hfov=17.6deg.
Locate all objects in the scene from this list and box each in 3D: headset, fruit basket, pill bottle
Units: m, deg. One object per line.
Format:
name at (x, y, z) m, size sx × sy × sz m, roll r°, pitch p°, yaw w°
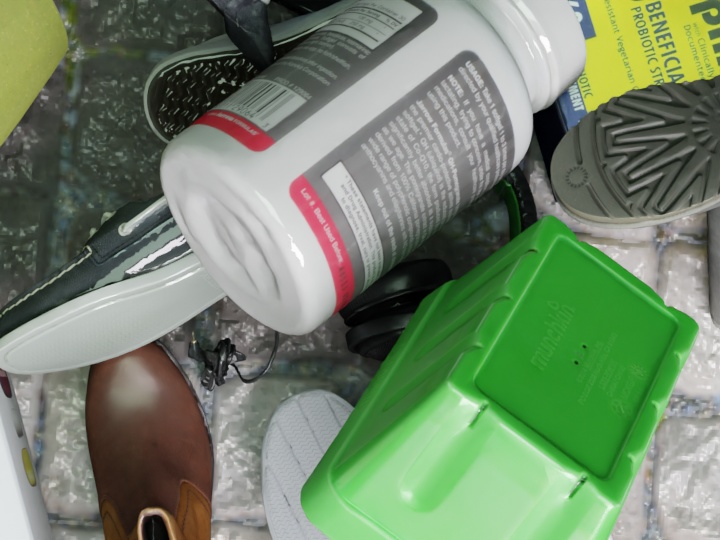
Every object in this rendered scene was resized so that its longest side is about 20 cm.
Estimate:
headset at (0.000, 0.000, 1.243) m, size 0.199 × 0.094 × 0.124 m, roll -33°, pitch 84°, yaw -19°
fruit basket at (0.059, 0.107, 1.077) m, size 0.155 × 0.216 × 0.216 m, roll 36°, pitch 86°, yaw 0°
pill bottle at (0.011, -0.069, 1.105) m, size 0.200 × 0.111 × 0.111 m, roll -38°, pitch 89°, yaw -23°

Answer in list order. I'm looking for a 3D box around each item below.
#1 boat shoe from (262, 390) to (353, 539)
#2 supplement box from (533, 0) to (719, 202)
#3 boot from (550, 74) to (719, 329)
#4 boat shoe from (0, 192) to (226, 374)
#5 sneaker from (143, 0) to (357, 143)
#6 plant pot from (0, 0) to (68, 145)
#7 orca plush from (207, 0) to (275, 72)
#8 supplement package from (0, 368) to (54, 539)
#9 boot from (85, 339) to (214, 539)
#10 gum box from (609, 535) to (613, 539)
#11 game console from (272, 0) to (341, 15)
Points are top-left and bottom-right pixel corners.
boat shoe at (0.004, 0.161, 1.218) m, size 0.072 × 0.071 × 0.201 m, roll -23°, pitch 71°, yaw 2°
supplement box at (0.186, -0.120, 1.224) m, size 0.198 × 0.110 × 0.110 m, roll -18°, pitch 88°, yaw -3°
boot at (0.184, -0.028, 1.177) m, size 0.180 × 0.200 × 0.073 m, roll -16°, pitch 67°, yaw -3°
boat shoe at (-0.100, -0.009, 1.182) m, size 0.199 × 0.076 × 0.061 m, roll -23°, pitch 69°, yaw -1°
sneaker at (-0.015, -0.110, 1.225) m, size 0.198 × 0.085 × 0.074 m, roll -6°, pitch 101°, yaw -2°
plant pot at (-0.255, -0.095, 1.185) m, size 0.200 × 0.187 × 0.188 m, roll -38°, pitch 89°, yaw -16°
orca plush at (-0.005, -0.163, 1.177) m, size 0.105 × 0.071 × 0.201 m, roll 23°, pitch 55°, yaw 12°
supplement package at (-0.236, 0.156, 1.194) m, size 0.154 × 0.111 × 0.202 m, roll -15°, pitch 88°, yaw -3°
boot at (-0.109, 0.122, 1.155) m, size 0.068 × 0.200 × 0.190 m, roll -2°, pitch 87°, yaw -2°
gum box at (0.089, 0.133, 1.206) m, size 0.066 × 0.114 × 0.202 m, roll -19°, pitch 88°, yaw -2°
game console at (0.002, -0.236, 1.219) m, size 0.170 × 0.118 × 0.201 m, roll 25°, pitch 87°, yaw -1°
